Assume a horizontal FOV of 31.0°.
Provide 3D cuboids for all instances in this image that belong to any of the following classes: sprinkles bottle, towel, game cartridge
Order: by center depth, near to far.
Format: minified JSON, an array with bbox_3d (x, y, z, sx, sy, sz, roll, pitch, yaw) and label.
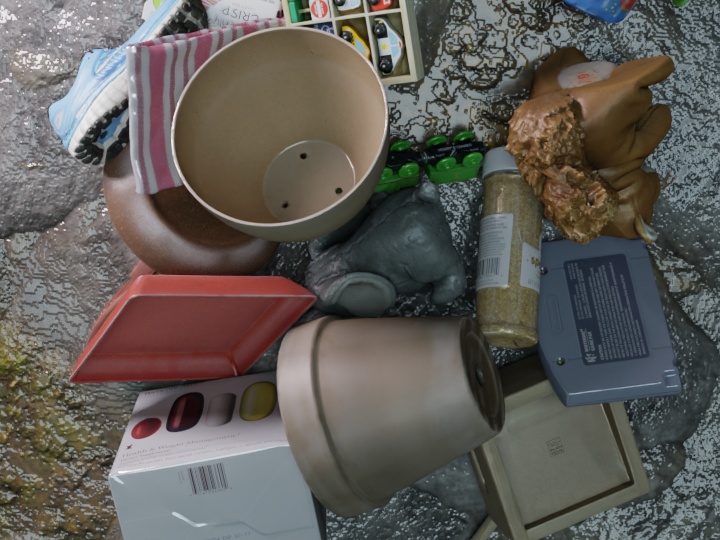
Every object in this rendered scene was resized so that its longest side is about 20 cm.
[{"bbox_3d":[-0.134,-0.162,1.259,0.200,0.030,0.147,-18,117,-34],"label":"towel"},{"bbox_3d":[0.153,-0.024,1.325,0.068,0.068,0.201,6,75,-2],"label":"sprinkles bottle"},{"bbox_3d":[0.243,0.049,1.330,0.133,0.200,0.041,-5,140,1],"label":"game cartridge"}]

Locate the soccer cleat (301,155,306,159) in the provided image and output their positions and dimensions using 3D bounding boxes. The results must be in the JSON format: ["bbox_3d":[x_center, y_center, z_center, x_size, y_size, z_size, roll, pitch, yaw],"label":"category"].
[{"bbox_3d":[-0.018,-0.164,1.326,0.068,0.085,0.200,15,101,-4],"label":"soccer cleat"}]

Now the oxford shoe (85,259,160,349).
[{"bbox_3d":[-0.222,0.041,1.350,0.074,0.071,0.200,37,127,-8],"label":"oxford shoe"}]

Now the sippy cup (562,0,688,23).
[{"bbox_3d":[0.246,-0.321,1.279,0.178,0.140,0.131,36,112,18],"label":"sippy cup"}]

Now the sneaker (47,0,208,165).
[{"bbox_3d":[-0.232,-0.203,1.260,0.090,0.078,0.200,39,85,24],"label":"sneaker"}]

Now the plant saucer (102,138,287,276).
[{"bbox_3d":[-0.158,-0.083,1.304,0.200,0.037,0.201,10,67,-26],"label":"plant saucer"}]

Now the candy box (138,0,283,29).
[{"bbox_3d":[-0.146,-0.269,1.314,0.136,0.061,0.200,15,102,-2],"label":"candy box"}]

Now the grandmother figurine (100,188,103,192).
[{"bbox_3d":[-0.184,-0.029,1.367,0.200,0.061,0.121,48,125,-7],"label":"grandmother figurine"}]

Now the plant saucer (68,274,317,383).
[{"bbox_3d":[-0.174,0.056,1.310,0.199,0.200,0.037,1,62,-32],"label":"plant saucer"}]

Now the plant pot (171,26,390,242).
[{"bbox_3d":[-0.062,-0.108,1.217,0.200,0.135,0.201,-4,68,9],"label":"plant pot"}]

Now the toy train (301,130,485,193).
[{"bbox_3d":[0.033,-0.103,1.331,0.199,0.056,0.042,-11,61,-16],"label":"toy train"}]

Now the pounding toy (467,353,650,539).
[{"bbox_3d":[0.188,0.202,1.394,0.184,0.142,0.200,-21,101,-7],"label":"pounding toy"}]

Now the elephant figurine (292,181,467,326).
[{"bbox_3d":[0.000,0.000,1.332,0.200,0.142,0.155,-19,104,1],"label":"elephant figurine"}]

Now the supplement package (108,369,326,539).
[{"bbox_3d":[-0.138,0.214,1.341,0.191,0.200,0.147,-10,108,2],"label":"supplement package"}]

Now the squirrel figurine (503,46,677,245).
[{"bbox_3d":[0.231,-0.102,1.299,0.200,0.141,0.187,-40,125,-35],"label":"squirrel figurine"}]

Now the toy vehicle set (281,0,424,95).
[{"bbox_3d":[-0.016,-0.273,1.234,0.124,0.027,0.201,-5,105,21],"label":"toy vehicle set"}]

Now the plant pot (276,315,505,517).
[{"bbox_3d":[0.041,0.123,1.264,0.173,0.200,0.200,-18,102,19],"label":"plant pot"}]
